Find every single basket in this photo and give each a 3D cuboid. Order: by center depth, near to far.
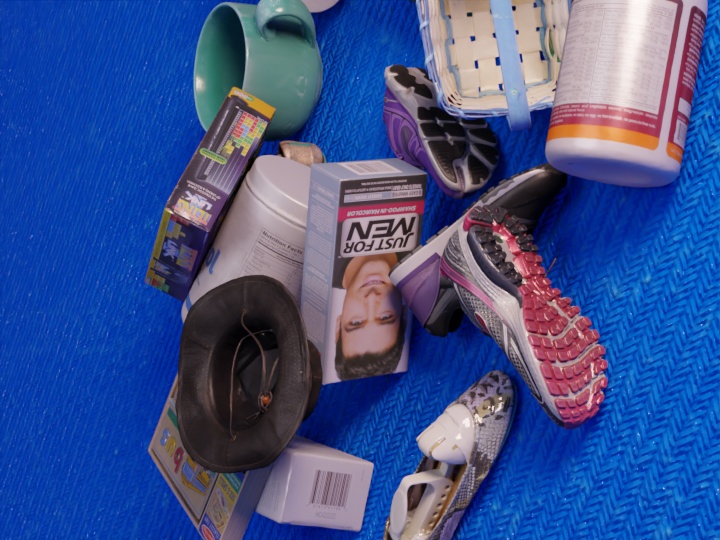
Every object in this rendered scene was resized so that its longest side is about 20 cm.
[{"bbox_3d":[0.117,-0.214,1.114,0.200,0.137,0.179,-56,-43,-76],"label":"basket"}]

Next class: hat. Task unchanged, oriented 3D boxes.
[{"bbox_3d":[-0.090,0.099,1.247,0.199,0.080,0.203,-10,77,45],"label":"hat"}]

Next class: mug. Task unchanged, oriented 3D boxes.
[{"bbox_3d":[-0.104,-0.225,1.507,0.184,0.113,0.154,5,93,60],"label":"mug"}]

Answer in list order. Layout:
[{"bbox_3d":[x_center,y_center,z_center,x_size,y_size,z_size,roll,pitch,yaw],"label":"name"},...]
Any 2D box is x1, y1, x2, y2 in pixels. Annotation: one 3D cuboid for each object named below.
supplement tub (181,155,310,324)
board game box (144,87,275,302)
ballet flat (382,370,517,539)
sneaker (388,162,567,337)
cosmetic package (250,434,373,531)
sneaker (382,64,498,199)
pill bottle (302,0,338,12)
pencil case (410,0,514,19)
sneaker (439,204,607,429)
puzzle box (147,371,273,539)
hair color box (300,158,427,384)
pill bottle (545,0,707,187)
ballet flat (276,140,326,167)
[{"bbox_3d":[-0.099,-0.006,1.423,0.201,0.131,0.132,-62,37,19],"label":"supplement tub"},{"bbox_3d":[-0.165,-0.078,1.438,0.167,0.056,0.200,-66,4,-26],"label":"board game box"},{"bbox_3d":[0.073,0.178,1.168,0.072,0.071,0.202,42,113,52],"label":"ballet flat"},{"bbox_3d":[0.122,-0.015,1.186,0.200,0.075,0.088,-40,76,32],"label":"sneaker"},{"bbox_3d":[-0.086,0.206,1.355,0.199,0.101,0.072,10,87,56],"label":"cosmetic package"},{"bbox_3d":[0.073,-0.124,1.291,0.201,0.080,0.084,-115,33,-51],"label":"sneaker"},{"bbox_3d":[-0.090,-0.375,1.557,0.112,0.110,0.200,-63,36,17],"label":"pill bottle"},{"bbox_3d":[0.073,-0.302,1.319,0.200,0.092,0.086,40,111,54],"label":"pencil case"},{"bbox_3d":[0.136,0.044,1.103,0.075,0.080,0.201,-52,55,43],"label":"sneaker"},{"bbox_3d":[-0.154,0.181,1.350,0.200,0.025,0.134,40,113,52],"label":"puzzle box"},{"bbox_3d":[0.000,0.000,1.260,0.061,0.098,0.202,32,123,53],"label":"hair color box"},{"bbox_3d":[0.216,-0.176,1.054,0.109,0.109,0.203,4,81,55],"label":"pill bottle"},{"bbox_3d":[-0.110,-0.064,1.515,0.202,0.067,0.068,-63,34,18],"label":"ballet flat"}]
